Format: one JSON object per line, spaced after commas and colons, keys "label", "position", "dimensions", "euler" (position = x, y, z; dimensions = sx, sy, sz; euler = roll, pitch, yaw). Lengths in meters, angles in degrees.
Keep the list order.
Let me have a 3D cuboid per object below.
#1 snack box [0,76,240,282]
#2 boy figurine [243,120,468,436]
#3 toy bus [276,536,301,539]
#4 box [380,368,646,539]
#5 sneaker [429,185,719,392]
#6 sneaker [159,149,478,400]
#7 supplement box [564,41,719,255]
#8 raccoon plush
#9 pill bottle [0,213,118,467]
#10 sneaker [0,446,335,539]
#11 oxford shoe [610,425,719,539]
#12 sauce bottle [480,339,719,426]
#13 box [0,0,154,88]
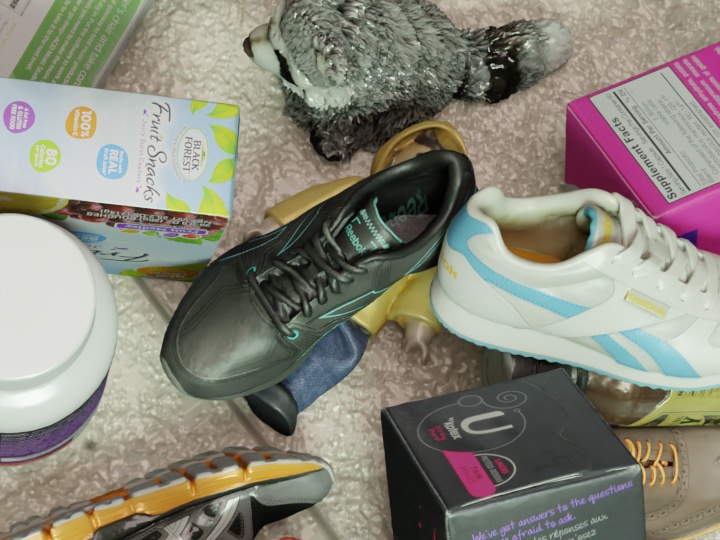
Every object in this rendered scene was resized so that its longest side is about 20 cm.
{"label": "snack box", "position": [-0.172, -0.048, 1.247], "dimensions": [0.200, 0.169, 0.068], "euler": [7, 77, -9]}
{"label": "boy figurine", "position": [0.000, 0.000, 1.319], "dimensions": [0.124, 0.064, 0.200], "euler": [40, 77, 5]}
{"label": "toy bus", "position": [-0.022, 0.228, 1.158], "dimensions": [0.200, 0.136, 0.192], "euler": [28, 55, -3]}
{"label": "box", "position": [0.082, 0.171, 1.212], "dimensions": [0.106, 0.122, 0.200], "euler": [-11, 114, -12]}
{"label": "sneaker", "position": [0.140, 0.007, 1.232], "dimensions": [0.200, 0.081, 0.077], "euler": [7, 46, -6]}
{"label": "sneaker", "position": [-0.022, -0.006, 1.246], "dimensions": [0.200, 0.079, 0.075], "euler": [-36, 82, -11]}
{"label": "supplement box", "position": [0.224, -0.066, 1.335], "dimensions": [0.200, 0.101, 0.103], "euler": [-22, 53, -13]}
{"label": "raccoon plush", "position": [0.030, -0.140, 1.320], "dimensions": [0.200, 0.134, 0.097], "euler": [-24, 80, -14]}
{"label": "pill bottle", "position": [-0.181, 0.034, 1.208], "dimensions": [0.111, 0.200, 0.112], "euler": [2, 77, -9]}
{"label": "sneaker", "position": [-0.105, 0.149, 1.265], "dimensions": [0.200, 0.078, 0.077], "euler": [-20, 93, -10]}
{"label": "oxford shoe", "position": [0.153, 0.117, 1.308], "dimensions": [0.200, 0.073, 0.071], "euler": [-9, 78, -11]}
{"label": "sauce bottle", "position": [0.164, 0.054, 1.296], "dimensions": [0.200, 0.065, 0.065], "euler": [1, 76, -20]}
{"label": "box", "position": [-0.213, -0.181, 1.317], "dimensions": [0.200, 0.036, 0.144], "euler": [33, 98, 1]}
